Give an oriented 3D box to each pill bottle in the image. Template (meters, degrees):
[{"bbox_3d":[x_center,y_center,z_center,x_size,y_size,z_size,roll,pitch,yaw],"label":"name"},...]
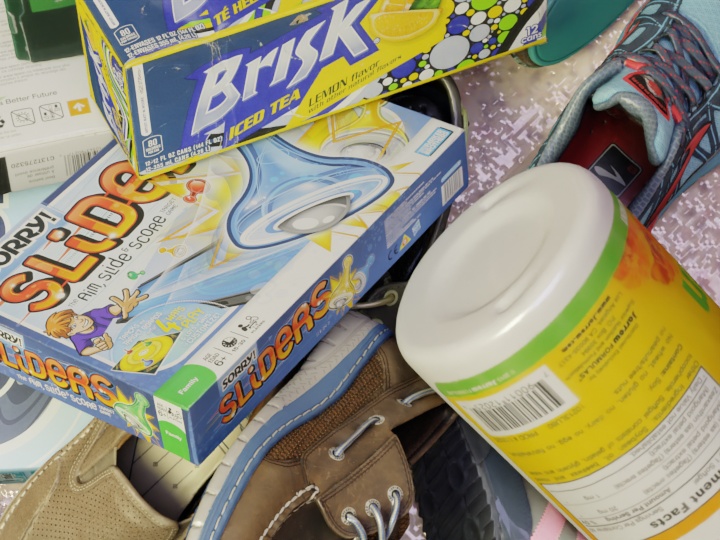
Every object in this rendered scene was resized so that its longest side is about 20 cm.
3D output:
[{"bbox_3d":[0.118,0.058,1.130,0.200,0.111,0.111,45,77,-24],"label":"pill bottle"}]

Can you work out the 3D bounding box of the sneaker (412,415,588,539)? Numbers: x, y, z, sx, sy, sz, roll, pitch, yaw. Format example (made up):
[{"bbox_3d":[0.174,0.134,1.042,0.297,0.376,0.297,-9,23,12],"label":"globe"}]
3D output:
[{"bbox_3d":[0.089,0.142,1.175,0.082,0.070,0.201,-15,74,-29],"label":"sneaker"}]

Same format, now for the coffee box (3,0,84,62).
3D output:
[{"bbox_3d":[-0.150,-0.209,1.182,0.044,0.123,0.201,-9,53,-3],"label":"coffee box"}]

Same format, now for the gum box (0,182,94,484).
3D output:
[{"bbox_3d":[-0.176,0.012,1.200,0.199,0.045,0.171,-2,77,-2],"label":"gum box"}]

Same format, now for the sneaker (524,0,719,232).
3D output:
[{"bbox_3d":[0.136,-0.068,1.201,0.079,0.096,0.200,33,78,6],"label":"sneaker"}]

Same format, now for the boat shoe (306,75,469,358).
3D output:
[{"bbox_3d":[-0.003,-0.001,1.199,0.072,0.060,0.202,21,77,2],"label":"boat shoe"}]

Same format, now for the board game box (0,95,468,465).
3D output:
[{"bbox_3d":[-0.063,-0.013,1.120,0.135,0.035,0.200,21,48,28],"label":"board game box"}]

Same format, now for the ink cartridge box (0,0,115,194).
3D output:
[{"bbox_3d":[-0.177,-0.119,1.213,0.094,0.037,0.201,-12,55,-8],"label":"ink cartridge box"}]

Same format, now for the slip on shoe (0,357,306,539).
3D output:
[{"bbox_3d":[-0.097,0.098,1.135,0.076,0.061,0.200,43,93,-7],"label":"slip on shoe"}]

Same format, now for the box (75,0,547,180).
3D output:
[{"bbox_3d":[-0.020,-0.112,1.142,0.199,0.070,0.064,-20,48,-16],"label":"box"}]

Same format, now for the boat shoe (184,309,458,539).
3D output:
[{"bbox_3d":[-0.014,0.089,1.077,0.072,0.072,0.200,25,43,10],"label":"boat shoe"}]

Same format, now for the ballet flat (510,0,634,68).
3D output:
[{"bbox_3d":[0.127,-0.178,1.251,0.200,0.074,0.074,-43,81,-12],"label":"ballet flat"}]
